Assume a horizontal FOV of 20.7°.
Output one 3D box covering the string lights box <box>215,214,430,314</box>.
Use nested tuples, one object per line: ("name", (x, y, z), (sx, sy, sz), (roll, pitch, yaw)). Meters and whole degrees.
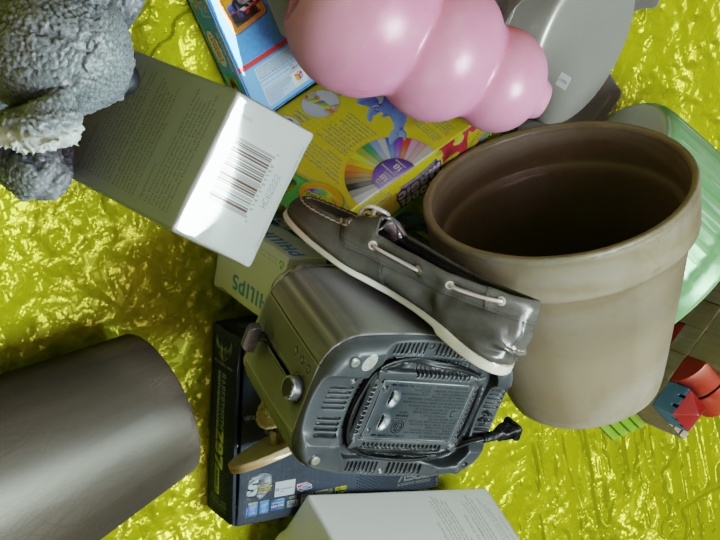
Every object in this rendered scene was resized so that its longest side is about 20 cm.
("string lights box", (0.000, 0.000, 1.512), (0.199, 0.103, 0.060), (-1, 111, -34))

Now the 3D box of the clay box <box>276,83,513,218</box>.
("clay box", (0.007, -0.098, 1.476), (0.199, 0.115, 0.048), (-36, 148, -24))

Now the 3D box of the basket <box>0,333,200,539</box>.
("basket", (-0.225, 0.136, 1.399), (0.199, 0.136, 0.182), (-28, 123, -28))

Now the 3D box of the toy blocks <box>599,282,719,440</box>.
("toy blocks", (0.287, 0.062, 1.590), (0.100, 0.136, 0.200), (44, 79, -31))

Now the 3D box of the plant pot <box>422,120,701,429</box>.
("plant pot", (0.154, 0.013, 1.440), (0.199, 0.200, 0.175), (-26, 123, -25))

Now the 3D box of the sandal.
("sandal", (-0.027, 0.083, 1.501), (0.211, 0.077, 0.070), (-23, 97, -34))

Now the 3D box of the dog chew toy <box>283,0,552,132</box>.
("dog chew toy", (0.047, -0.164, 1.417), (0.199, 0.125, 0.125), (26, 90, -13))

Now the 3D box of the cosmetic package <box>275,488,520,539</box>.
("cosmetic package", (0.026, 0.243, 1.603), (0.199, 0.085, 0.108), (1, 132, -40))

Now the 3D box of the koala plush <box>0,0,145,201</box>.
("koala plush", (-0.213, -0.143, 1.260), (0.183, 0.200, 0.179), (25, 86, -31))

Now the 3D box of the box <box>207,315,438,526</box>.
("box", (-0.025, 0.109, 1.574), (0.199, 0.051, 0.159), (-7, 108, -32))

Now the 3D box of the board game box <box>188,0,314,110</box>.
("board game box", (-0.062, -0.235, 1.444), (0.151, 0.037, 0.201), (-36, 124, -20))

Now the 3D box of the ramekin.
("ramekin", (0.214, -0.041, 1.599), (0.098, 0.200, 0.200), (42, 80, -22))

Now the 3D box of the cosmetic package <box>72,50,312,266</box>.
("cosmetic package", (-0.127, -0.083, 1.347), (0.071, 0.200, 0.102), (26, 90, -37))

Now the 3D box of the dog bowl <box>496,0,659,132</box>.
("dog bowl", (0.160, -0.189, 1.558), (0.200, 0.058, 0.201), (-38, 144, -34))

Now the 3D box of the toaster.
("toaster", (0.013, 0.068, 1.393), (0.199, 0.129, 0.114), (5, 118, -35))

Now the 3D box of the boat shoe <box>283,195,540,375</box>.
("boat shoe", (0.038, -0.006, 1.345), (0.057, 0.199, 0.067), (-60, 160, 16))
